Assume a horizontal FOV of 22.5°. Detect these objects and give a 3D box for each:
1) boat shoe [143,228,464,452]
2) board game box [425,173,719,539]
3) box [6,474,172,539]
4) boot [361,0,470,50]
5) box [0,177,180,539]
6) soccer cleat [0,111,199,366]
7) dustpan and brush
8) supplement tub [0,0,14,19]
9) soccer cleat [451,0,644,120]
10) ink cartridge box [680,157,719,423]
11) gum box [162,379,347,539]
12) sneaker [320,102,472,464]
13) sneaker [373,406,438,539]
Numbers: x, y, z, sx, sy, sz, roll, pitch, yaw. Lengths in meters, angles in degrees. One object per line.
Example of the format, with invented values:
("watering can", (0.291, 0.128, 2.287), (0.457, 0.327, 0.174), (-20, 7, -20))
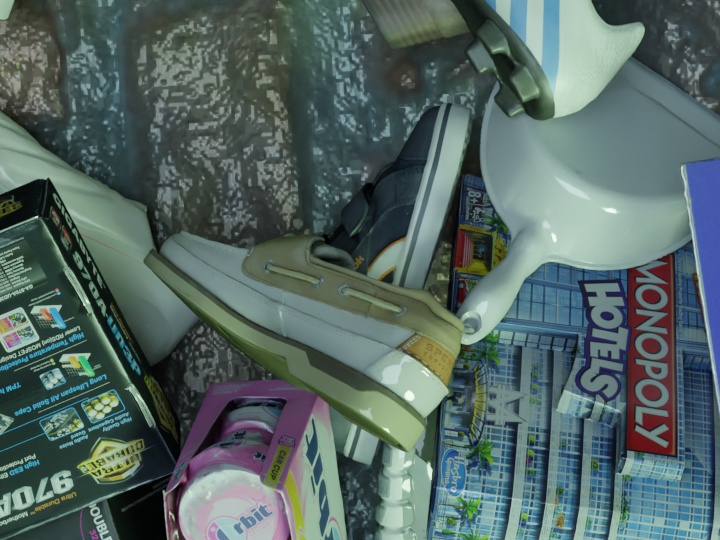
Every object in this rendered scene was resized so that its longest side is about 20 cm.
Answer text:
("boat shoe", (-0.027, 0.019, 0.904), (0.199, 0.075, 0.069), (29, 80, 38))
("board game box", (0.139, 0.052, 0.910), (0.197, 0.201, 0.062), (6, 137, 1))
("box", (-0.155, 0.223, 0.996), (0.147, 0.124, 0.202), (-18, 89, 13))
("boot", (0.040, -0.219, 0.960), (0.145, 0.070, 0.201), (-31, 88, 6))
("box", (-0.209, 0.063, 0.895), (0.198, 0.046, 0.160), (-22, 118, 6))
("soccer cleat", (-0.165, -0.030, 1.017), (0.077, 0.069, 0.200), (-35, 76, -21))
("dustpan and brush", (0.102, -0.035, 0.916), (0.139, 0.200, 0.057), (35, 135, 8))
("supplement tub", (-0.213, -0.251, 0.965), (0.143, 0.145, 0.202), (22, 98, 9))
("soccer cleat", (0.065, -0.171, 0.899), (0.086, 0.070, 0.201), (-32, 90, -13))
("ink cartridge box", (0.252, 0.031, 0.877), (0.198, 0.043, 0.200), (-11, 93, -33))
("gum box", (-0.047, 0.162, 0.942), (0.065, 0.114, 0.202), (-3, 113, 10))
("sneaker", (0.000, 0.000, 0.971), (0.079, 0.078, 0.202), (18, 99, 4))
("sneaker", (0.065, 0.145, 0.978), (0.114, 0.075, 0.202), (8, 106, 6))
